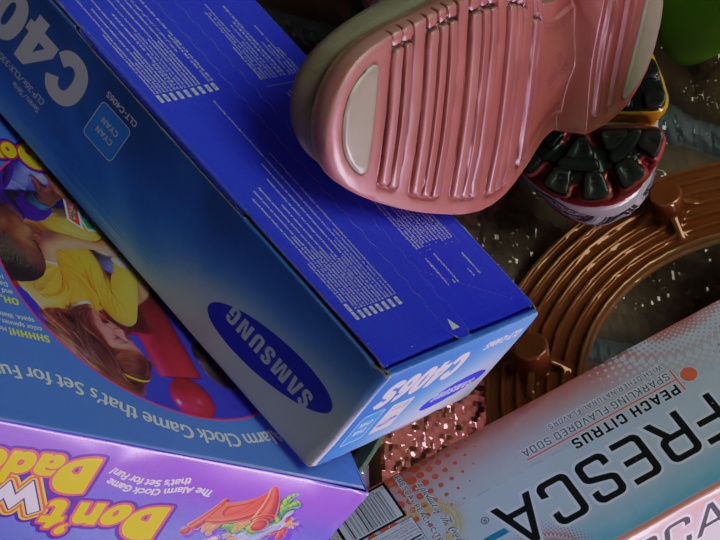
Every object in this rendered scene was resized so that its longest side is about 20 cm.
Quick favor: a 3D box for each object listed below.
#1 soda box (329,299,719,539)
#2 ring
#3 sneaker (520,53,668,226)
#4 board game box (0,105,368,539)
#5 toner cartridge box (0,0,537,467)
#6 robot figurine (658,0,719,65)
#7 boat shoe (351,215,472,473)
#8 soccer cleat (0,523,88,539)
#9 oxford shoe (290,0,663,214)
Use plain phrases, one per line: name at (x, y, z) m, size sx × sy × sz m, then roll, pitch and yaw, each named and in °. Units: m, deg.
soda box at (0.080, 0.077, 0.828) m, size 0.199 × 0.069 × 0.064 m, roll -27°, pitch 52°, yaw -11°
ring at (0.142, 0.035, 0.907) m, size 0.019 × 0.199 × 0.201 m, roll 75°, pitch 30°, yaw -51°
sneaker at (0.052, -0.104, 0.949) m, size 0.082 × 0.077 × 0.201 m, roll 68°, pitch 4°, yaw -72°
board game box at (-0.105, 0.011, 0.736) m, size 0.199 × 0.045 × 0.135 m, roll 15°, pitch 38°, yaw -38°
toner cartridge box at (-0.044, -0.037, 0.782) m, size 0.200 × 0.043 × 0.095 m, roll 48°, pitch 31°, yaw 15°
robot figurine at (0.146, -0.183, 1.023) m, size 0.174 × 0.115 × 0.202 m, roll 0°, pitch 75°, yaw -34°
boat shoe at (0.000, 0.000, 0.863) m, size 0.075 × 0.062 × 0.201 m, roll 44°, pitch 50°, yaw -19°
soccer cleat at (-0.095, 0.160, 0.721) m, size 0.084 × 0.064 × 0.202 m, roll 30°, pitch 58°, yaw -45°
oxford shoe at (0.024, -0.066, 0.816) m, size 0.200 × 0.073 × 0.071 m, roll -21°, pitch 125°, yaw -58°
